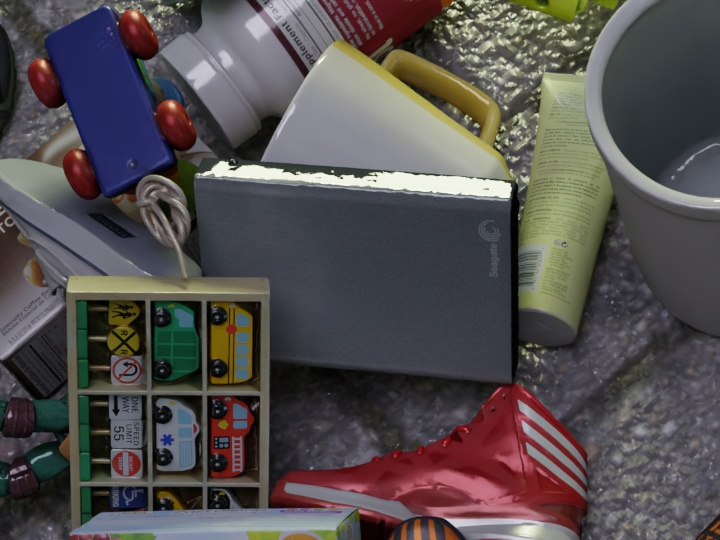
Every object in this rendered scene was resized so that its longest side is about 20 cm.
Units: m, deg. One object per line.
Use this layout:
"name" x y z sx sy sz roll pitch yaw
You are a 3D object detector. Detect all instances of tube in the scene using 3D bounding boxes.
"tube" 0.140 -0.047 1.513 0.058 0.052 0.201 24 62 -17

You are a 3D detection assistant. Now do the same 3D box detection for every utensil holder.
"utensil holder" 0.236 -0.067 1.407 0.169 0.200 0.171 -7 62 13

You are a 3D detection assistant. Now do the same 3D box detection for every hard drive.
"hard drive" 0.000 0.000 1.426 0.199 0.140 0.033 4 35 11

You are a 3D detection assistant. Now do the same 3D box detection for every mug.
"mug" 0.026 -0.066 1.491 0.153 0.149 0.187 28 78 5

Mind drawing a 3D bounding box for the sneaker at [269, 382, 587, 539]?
"sneaker" 0.049 0.128 1.446 0.199 0.078 0.116 11 59 5

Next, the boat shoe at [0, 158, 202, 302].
"boat shoe" -0.182 -0.010 1.470 0.200 0.073 0.066 37 117 42

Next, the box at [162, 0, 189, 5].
"box" -0.076 -0.248 1.585 0.156 0.200 0.041 -39 102 -6

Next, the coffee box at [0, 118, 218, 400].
"coffee box" -0.189 -0.024 1.562 0.200 0.080 0.114 -40 63 -7

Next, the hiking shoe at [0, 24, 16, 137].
"hiking shoe" -0.312 -0.108 1.621 0.076 0.101 0.201 16 70 20

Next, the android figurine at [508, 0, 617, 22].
"android figurine" 0.135 -0.248 1.570 0.199 0.041 0.182 20 50 2

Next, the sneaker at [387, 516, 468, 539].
"sneaker" 0.047 0.243 1.330 0.077 0.112 0.201 -12 82 11

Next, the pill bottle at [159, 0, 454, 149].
"pill bottle" -0.036 -0.178 1.579 0.200 0.113 0.113 -38 62 -5

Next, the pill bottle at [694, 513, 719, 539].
"pill bottle" 0.236 0.194 1.339 0.200 0.106 0.106 -45 63 -9

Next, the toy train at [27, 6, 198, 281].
"toy train" -0.132 -0.062 1.464 0.084 0.116 0.200 -27 68 8

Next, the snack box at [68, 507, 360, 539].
"snack box" -0.080 0.246 1.367 0.168 0.068 0.201 -2 97 13

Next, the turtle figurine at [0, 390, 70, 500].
"turtle figurine" -0.168 0.114 1.484 0.199 0.150 0.101 -6 19 -10

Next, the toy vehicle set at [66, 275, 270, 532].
"toy vehicle set" -0.119 0.100 1.418 0.124 0.201 0.027 0 23 -4
